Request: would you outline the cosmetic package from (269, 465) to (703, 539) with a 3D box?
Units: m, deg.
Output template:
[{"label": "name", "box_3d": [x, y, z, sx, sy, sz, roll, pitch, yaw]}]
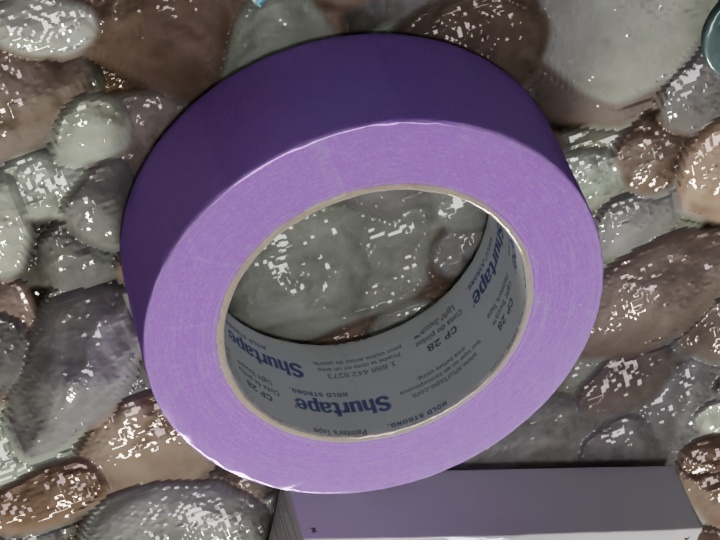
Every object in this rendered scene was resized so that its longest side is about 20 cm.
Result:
[{"label": "cosmetic package", "box_3d": [0.056, 0.138, 1.296, 0.198, 0.051, 0.083, 1, 130, -18]}]

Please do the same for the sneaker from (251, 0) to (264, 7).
[{"label": "sneaker", "box_3d": [-0.053, -0.179, 0.994, 0.080, 0.077, 0.201, 20, 148, 18]}]

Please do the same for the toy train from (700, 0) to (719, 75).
[{"label": "toy train", "box_3d": [0.181, -0.139, 1.092, 0.114, 0.085, 0.200, -34, 131, -1]}]

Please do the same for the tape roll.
[{"label": "tape roll", "box_3d": [0.000, 0.000, 1.158, 0.198, 0.066, 0.201, -9, 130, -11]}]
